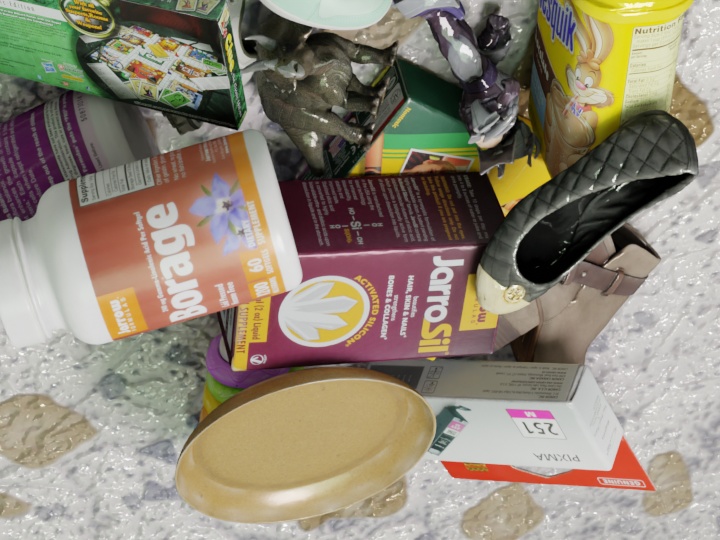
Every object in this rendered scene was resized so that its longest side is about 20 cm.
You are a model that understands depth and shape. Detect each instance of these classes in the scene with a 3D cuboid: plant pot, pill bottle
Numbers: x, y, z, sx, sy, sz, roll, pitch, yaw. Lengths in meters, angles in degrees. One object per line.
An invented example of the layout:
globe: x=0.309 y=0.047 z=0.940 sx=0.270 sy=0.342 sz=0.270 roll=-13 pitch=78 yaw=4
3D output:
plant pot: x=-0.043 y=0.126 z=1.821 sx=0.199 sy=0.028 sz=0.201 roll=-11 pitch=147 yaw=-7
pill bottle: x=-0.146 y=-0.015 z=1.632 sx=0.199 sy=0.113 sz=0.113 roll=-16 pitch=133 yaw=-1
pill bottle: x=-0.241 y=-0.048 z=1.730 sx=0.199 sy=0.113 sz=0.113 roll=-24 pitch=132 yaw=7

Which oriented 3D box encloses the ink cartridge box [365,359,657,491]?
ink cartridge box: x=0.117 y=0.138 z=1.966 sx=0.199 sy=0.044 sz=0.174 roll=1 pitch=141 yaw=32

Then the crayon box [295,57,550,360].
crayon box: x=0.041 y=-0.042 z=1.842 sx=0.172 sy=0.058 sz=0.200 roll=23 pitch=121 yaw=-30

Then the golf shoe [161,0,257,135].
golf shoe: x=-0.128 y=-0.193 z=1.674 sx=0.097 sy=0.078 sz=0.201 roll=-34 pitch=137 yaw=-11

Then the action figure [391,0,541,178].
action figure: x=0.076 y=-0.150 z=1.716 sx=0.069 sy=0.130 sz=0.200 roll=-30 pitch=120 yaw=10

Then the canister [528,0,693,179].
canister: x=0.171 y=-0.160 z=1.712 sx=0.086 sy=0.149 sz=0.201 roll=-6 pitch=134 yaw=-9

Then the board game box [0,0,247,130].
board game box: x=-0.174 y=-0.156 z=1.632 sx=0.199 sy=0.024 sz=0.105 roll=15 pitch=145 yaw=18

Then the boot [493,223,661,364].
boot: x=0.176 y=0.030 z=1.939 sx=0.146 sy=0.070 sz=0.200 roll=-40 pitch=136 yaw=11

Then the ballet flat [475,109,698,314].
ballet flat: x=0.150 y=-0.034 z=1.688 sx=0.066 sy=0.057 sz=0.200 roll=25 pitch=123 yaw=-36

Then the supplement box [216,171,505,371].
supplement box: x=0.000 y=0.000 z=1.769 sx=0.198 sy=0.086 sz=0.111 roll=-3 pitch=131 yaw=-13

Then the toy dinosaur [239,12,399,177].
toy dinosaur: x=-0.033 y=-0.131 z=1.719 sx=0.102 sy=0.077 sz=0.200 roll=17 pitch=164 yaw=0

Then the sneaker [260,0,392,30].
sneaker: x=-0.029 y=-0.207 z=1.558 sx=0.200 sy=0.118 sz=0.074 roll=31 pitch=80 yaw=-38

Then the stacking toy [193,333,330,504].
stacking toy: x=-0.081 y=0.080 z=1.894 sx=0.115 sy=0.110 sz=0.201 roll=-10 pitch=128 yaw=-5
